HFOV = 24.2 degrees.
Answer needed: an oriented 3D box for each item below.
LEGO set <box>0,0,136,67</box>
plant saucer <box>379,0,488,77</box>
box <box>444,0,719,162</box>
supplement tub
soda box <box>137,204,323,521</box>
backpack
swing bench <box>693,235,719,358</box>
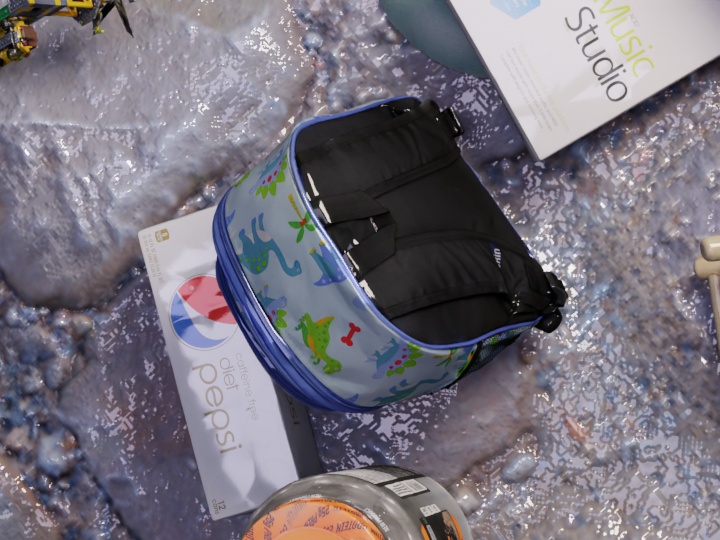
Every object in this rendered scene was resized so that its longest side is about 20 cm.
[{"bbox_3d":[-0.230,-0.235,1.184,0.153,0.115,0.201,-29,74,41],"label":"LEGO set"},{"bbox_3d":[0.096,-0.230,1.115,0.199,0.039,0.203,-1,86,14],"label":"plant saucer"},{"bbox_3d":[0.162,-0.180,1.067,0.199,0.036,0.145,-31,93,1],"label":"box"},{"bbox_3d":[-0.004,0.183,1.028,0.122,0.200,0.124,-1,86,15],"label":"supplement tub"},{"bbox_3d":[-0.085,0.061,1.129,0.068,0.064,0.201,-17,83,12],"label":"soda box"},{"bbox_3d":[0.000,0.000,1.041,0.147,0.200,0.184,-37,79,29],"label":"backpack"},{"bbox_3d":[0.312,0.069,0.995,0.198,0.130,0.201,-8,83,8],"label":"swing bench"}]
